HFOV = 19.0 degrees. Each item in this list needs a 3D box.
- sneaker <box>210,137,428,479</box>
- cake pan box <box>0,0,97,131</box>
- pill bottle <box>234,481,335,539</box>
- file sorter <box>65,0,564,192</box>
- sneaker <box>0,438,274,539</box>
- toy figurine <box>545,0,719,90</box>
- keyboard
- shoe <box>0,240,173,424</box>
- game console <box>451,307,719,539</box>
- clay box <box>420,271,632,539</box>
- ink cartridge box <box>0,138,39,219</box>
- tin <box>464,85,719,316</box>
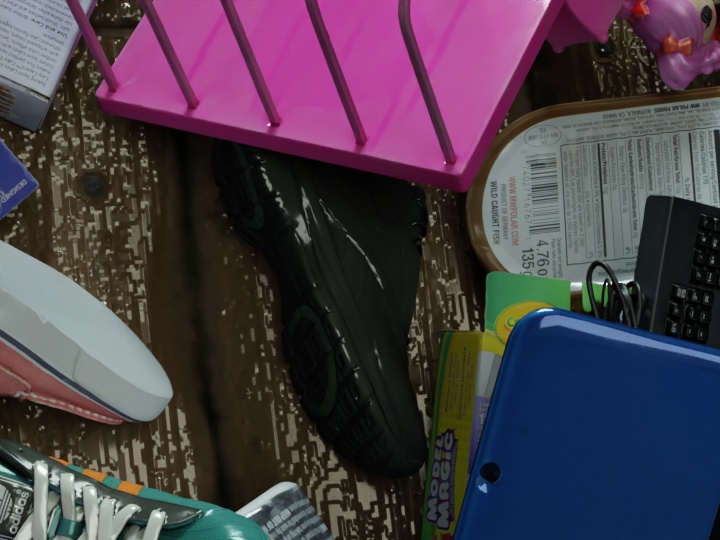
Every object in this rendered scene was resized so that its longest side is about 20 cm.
[{"bbox_3d":[0.000,0.000,1.039,0.090,0.076,0.201,-16,81,-25],"label":"sneaker"},{"bbox_3d":[-0.208,-0.190,1.038,0.199,0.052,0.185,23,67,-11],"label":"cake pan box"},{"bbox_3d":[-0.019,0.204,0.954,0.106,0.106,0.201,-32,86,-23],"label":"pill bottle"},{"bbox_3d":[-0.025,-0.146,0.982,0.199,0.126,0.140,14,59,27],"label":"file sorter"},{"bbox_3d":[-0.125,0.114,0.893,0.080,0.199,0.072,40,61,-47],"label":"sneaker"},{"bbox_3d":[0.165,-0.156,1.084,0.184,0.150,0.201,-37,91,-32],"label":"toy figurine"},{"bbox_3d":[0.145,0.068,0.977,0.103,0.040,0.202,11,85,-27],"label":"keyboard"},{"bbox_3d":[-0.186,0.034,0.974,0.200,0.072,0.091,34,105,-29],"label":"shoe"},{"bbox_3d":[0.126,0.121,0.946,0.118,0.170,0.201,20,101,25],"label":"game console"},{"bbox_3d":[0.089,0.106,1.018,0.114,0.048,0.202,8,85,-25],"label":"clay box"},{"bbox_3d":[-0.244,-0.084,0.970,0.095,0.037,0.200,-40,102,-2],"label":"ink cartridge box"},{"bbox_3d":[0.149,-0.032,1.063,0.198,0.042,0.113,-6,73,13],"label":"tin"}]
